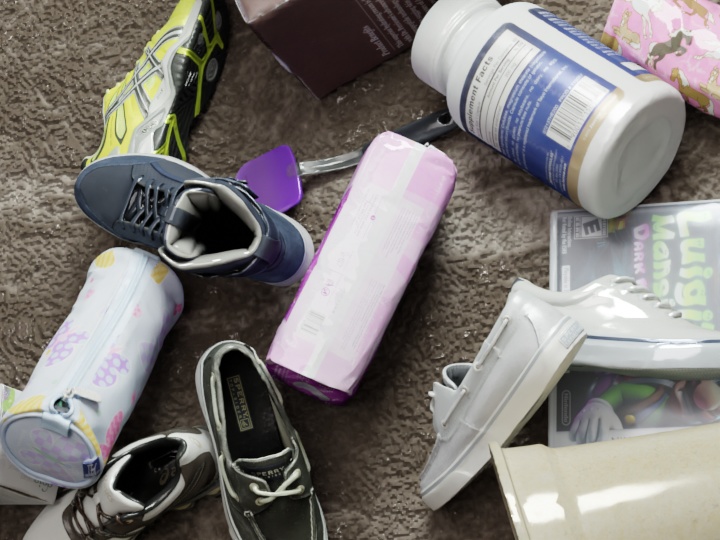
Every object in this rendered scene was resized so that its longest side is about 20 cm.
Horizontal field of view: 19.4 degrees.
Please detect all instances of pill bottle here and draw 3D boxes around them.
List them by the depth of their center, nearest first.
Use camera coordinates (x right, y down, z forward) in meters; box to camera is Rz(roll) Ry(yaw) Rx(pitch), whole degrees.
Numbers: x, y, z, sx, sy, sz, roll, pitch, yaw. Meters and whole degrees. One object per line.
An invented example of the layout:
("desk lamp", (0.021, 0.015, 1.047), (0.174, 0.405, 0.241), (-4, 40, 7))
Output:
("pill bottle", (0.136, -0.133, 1.581), (0.200, 0.111, 0.111), (36, 87, 31))

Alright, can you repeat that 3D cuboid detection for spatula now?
("spatula", (-0.012, -0.089, 1.670), (0.199, 0.021, 0.057), (-20, 68, 11))

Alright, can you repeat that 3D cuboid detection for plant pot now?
("plant pot", (0.202, 0.187, 1.433), (0.183, 0.201, 0.201), (-17, 68, 1))

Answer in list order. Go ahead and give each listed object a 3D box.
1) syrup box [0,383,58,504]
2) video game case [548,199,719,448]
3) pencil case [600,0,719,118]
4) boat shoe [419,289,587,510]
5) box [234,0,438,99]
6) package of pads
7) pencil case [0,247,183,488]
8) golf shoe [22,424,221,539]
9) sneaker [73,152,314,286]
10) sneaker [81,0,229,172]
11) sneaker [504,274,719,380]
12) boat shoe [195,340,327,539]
("syrup box", (-0.331, 0.138, 1.649), (0.200, 0.079, 0.082), (-5, 71, 33))
("video game case", (0.228, 0.046, 1.546), (0.181, 0.023, 0.201), (-3, 72, 17))
("pencil case", (0.277, -0.154, 1.560), (0.200, 0.083, 0.087), (33, 97, 25))
("boat shoe", (0.085, 0.093, 1.507), (0.068, 0.072, 0.200), (41, 134, 10))
("box", (-0.006, -0.272, 1.646), (0.200, 0.166, 0.165), (-28, 68, 8))
("package of pads", (0.000, 0.000, 1.580), (0.076, 0.121, 0.200), (26, 82, 1))
("pencil case", (-0.203, 0.071, 1.602), (0.083, 0.091, 0.200), (12, 43, 12))
("golf shoe", (-0.195, 0.177, 1.608), (0.200, 0.094, 0.078), (-36, 71, 7))
("sneaker", (-0.146, -0.046, 1.589), (0.202, 0.146, 0.077), (18, 92, 17))
("sneaker", (-0.169, -0.149, 1.713), (0.076, 0.075, 0.201), (17, 78, 22))
("sneaker", (0.192, 0.038, 1.508), (0.199, 0.073, 0.071), (5, 83, 21))
("boat shoe", (-0.073, 0.149, 1.557), (0.071, 0.064, 0.201), (-21, 92, -12))
